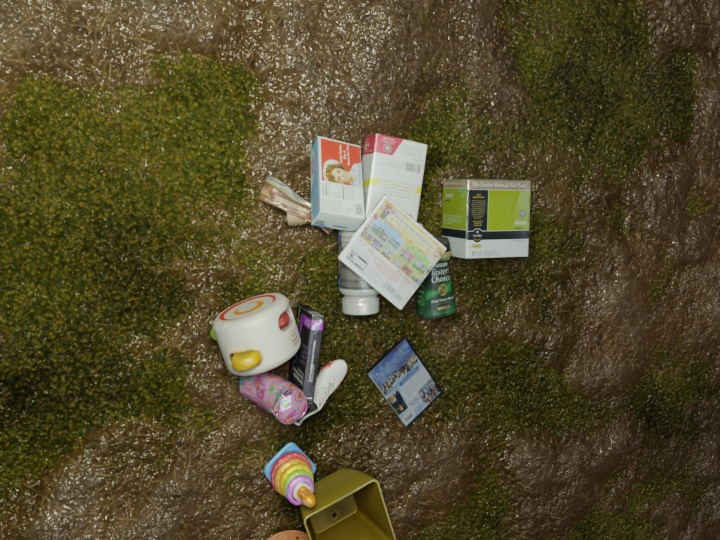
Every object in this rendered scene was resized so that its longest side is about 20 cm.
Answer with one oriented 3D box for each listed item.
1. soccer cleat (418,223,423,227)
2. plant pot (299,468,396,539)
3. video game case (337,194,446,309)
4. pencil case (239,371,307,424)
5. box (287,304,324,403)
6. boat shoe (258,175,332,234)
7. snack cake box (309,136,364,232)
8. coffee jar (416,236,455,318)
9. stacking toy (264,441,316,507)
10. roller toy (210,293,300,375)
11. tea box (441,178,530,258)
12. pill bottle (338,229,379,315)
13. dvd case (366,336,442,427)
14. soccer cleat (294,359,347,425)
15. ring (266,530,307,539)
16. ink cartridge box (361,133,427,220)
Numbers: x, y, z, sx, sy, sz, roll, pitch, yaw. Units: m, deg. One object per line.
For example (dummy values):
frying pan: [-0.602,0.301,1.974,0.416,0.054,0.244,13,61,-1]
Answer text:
soccer cleat: [0.094,-0.043,1.528,0.071,0.069,0.202,12,134,-12]
plant pot: [-0.049,0.612,1.528,0.196,0.176,0.205,-22,103,-18]
video game case: [0.075,-0.041,1.442,0.199,0.023,0.183,38,92,-12]
pencil case: [-0.204,0.283,1.410,0.086,0.198,0.090,-9,105,-37]
box: [-0.132,0.194,1.460,0.035,0.143,0.206,5,95,-20]
boat shoe: [-0.154,-0.140,1.452,0.198,0.076,0.073,35,87,-13]
snack cake box: [-0.056,-0.201,1.435,0.112,0.067,0.205,8,63,-22]
coffee jar: [0.189,0.016,1.603,0.102,0.085,0.206,-10,100,-18]
stacking toy: [-0.146,0.510,1.461,0.110,0.199,0.117,-44,111,-11]
roller toy: [-0.229,0.148,1.388,0.179,0.199,0.143,-24,106,-24]
tea box: [0.328,-0.138,1.616,0.195,0.133,0.203,-1,98,-22]
pill bottle: [0.000,0.000,1.507,0.111,0.113,0.206,-2,97,-22]
dvd case: [0.121,0.298,1.645,0.142,0.017,0.202,-40,109,-14]
soccer cleat: [-0.102,0.302,1.516,0.199,0.085,0.069,-41,109,-13]
ring: [-0.193,0.759,1.571,0.195,0.019,0.207,-3,98,-22]
ink cartridge box: [0.073,-0.218,1.518,0.141,0.083,0.206,7,93,-24]
